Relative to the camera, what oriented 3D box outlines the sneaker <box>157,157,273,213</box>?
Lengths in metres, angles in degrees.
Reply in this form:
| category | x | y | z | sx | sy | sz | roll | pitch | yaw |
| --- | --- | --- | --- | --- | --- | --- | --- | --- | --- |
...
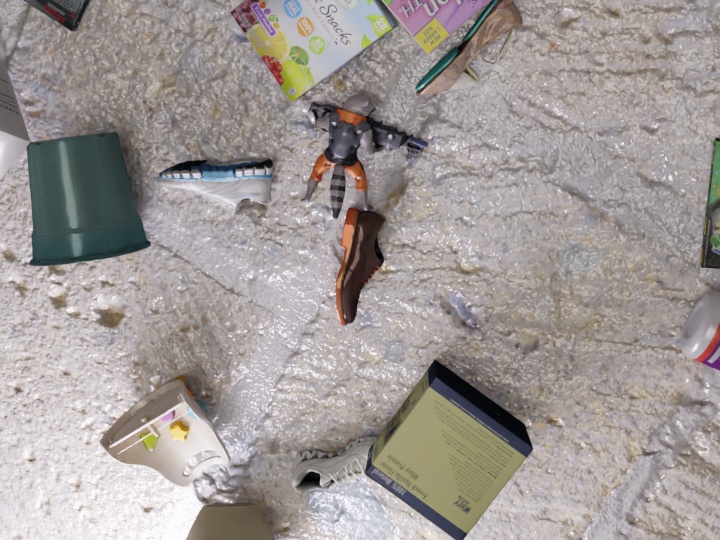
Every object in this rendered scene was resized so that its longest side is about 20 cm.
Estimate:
| category | x | y | z | sx | sy | sz | roll | pitch | yaw |
| --- | --- | --- | --- | --- | --- | --- | --- | --- | --- |
| sneaker | -0.239 | -0.135 | 1.674 | 0.198 | 0.075 | 0.087 | 1 | 114 | 12 |

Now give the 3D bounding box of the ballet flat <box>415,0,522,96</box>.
| category | x | y | z | sx | sy | sz | roll | pitch | yaw |
| --- | --- | --- | --- | --- | --- | --- | --- | --- | --- |
| ballet flat | 0.168 | -0.321 | 1.529 | 0.067 | 0.068 | 0.200 | 40 | 113 | -11 |

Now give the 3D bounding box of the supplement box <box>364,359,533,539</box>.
| category | x | y | z | sx | sy | sz | roll | pitch | yaw |
| --- | --- | --- | --- | --- | --- | --- | --- | --- | --- |
| supplement box | 0.144 | 0.297 | 1.683 | 0.199 | 0.134 | 0.200 | 35 | 98 | -1 |

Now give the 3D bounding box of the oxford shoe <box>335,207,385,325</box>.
| category | x | y | z | sx | sy | sz | roll | pitch | yaw |
| --- | --- | --- | --- | --- | --- | --- | --- | --- | --- |
| oxford shoe | 0.000 | 0.000 | 1.670 | 0.072 | 0.071 | 0.202 | 8 | 110 | 4 |

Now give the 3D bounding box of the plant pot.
| category | x | y | z | sx | sy | sz | roll | pitch | yaw |
| --- | --- | --- | --- | --- | --- | --- | --- | --- | --- |
| plant pot | -0.458 | -0.123 | 1.668 | 0.198 | 0.200 | 0.198 | -5 | 99 | 13 |

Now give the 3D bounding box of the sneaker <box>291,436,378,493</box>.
| category | x | y | z | sx | sy | sz | roll | pitch | yaw |
| --- | --- | --- | --- | --- | --- | --- | --- | --- | --- |
| sneaker | -0.031 | 0.351 | 1.789 | 0.198 | 0.081 | 0.076 | -17 | 102 | 15 |

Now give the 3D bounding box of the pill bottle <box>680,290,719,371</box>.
| category | x | y | z | sx | sy | sz | roll | pitch | yaw |
| --- | --- | --- | --- | --- | --- | --- | --- | --- | --- |
| pill bottle | 0.605 | 0.117 | 1.559 | 0.199 | 0.113 | 0.113 | 24 | 112 | 3 |

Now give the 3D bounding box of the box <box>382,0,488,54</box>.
| category | x | y | z | sx | sy | sz | roll | pitch | yaw |
| --- | --- | --- | --- | --- | --- | --- | --- | --- | --- |
| box | 0.104 | -0.454 | 1.479 | 0.176 | 0.097 | 0.200 | -39 | 98 | 20 |

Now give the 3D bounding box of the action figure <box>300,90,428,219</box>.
| category | x | y | z | sx | sy | sz | roll | pitch | yaw |
| --- | --- | --- | --- | --- | --- | --- | --- | --- | --- |
| action figure | 0.001 | -0.183 | 1.591 | 0.198 | 0.105 | 0.195 | 12 | 116 | 6 |

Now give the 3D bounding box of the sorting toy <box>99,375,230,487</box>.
| category | x | y | z | sx | sy | sz | roll | pitch | yaw |
| --- | --- | --- | --- | --- | --- | --- | --- | --- | --- |
| sorting toy | -0.330 | 0.305 | 1.831 | 0.199 | 0.107 | 0.181 | -31 | 107 | 19 |

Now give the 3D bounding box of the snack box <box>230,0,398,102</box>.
| category | x | y | z | sx | sy | sz | roll | pitch | yaw |
| --- | --- | --- | --- | --- | --- | --- | --- | --- | --- |
| snack box | -0.071 | -0.387 | 1.554 | 0.199 | 0.068 | 0.169 | -33 | 98 | 18 |

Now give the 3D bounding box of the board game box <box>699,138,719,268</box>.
| category | x | y | z | sx | sy | sz | roll | pitch | yaw |
| --- | --- | --- | --- | --- | --- | --- | --- | --- | --- |
| board game box | 0.581 | -0.099 | 1.539 | 0.104 | 0.023 | 0.202 | 5 | 110 | 12 |

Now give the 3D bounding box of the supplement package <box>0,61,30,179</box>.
| category | x | y | z | sx | sy | sz | roll | pitch | yaw |
| --- | --- | --- | --- | --- | --- | --- | --- | --- | --- |
| supplement package | -0.635 | -0.252 | 1.637 | 0.121 | 0.119 | 0.201 | -43 | 54 | 21 |

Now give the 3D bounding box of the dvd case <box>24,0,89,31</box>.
| category | x | y | z | sx | sy | sz | roll | pitch | yaw |
| --- | --- | --- | --- | --- | --- | --- | --- | --- | --- |
| dvd case | -0.480 | -0.509 | 1.623 | 0.145 | 0.022 | 0.201 | 32 | 111 | 0 |

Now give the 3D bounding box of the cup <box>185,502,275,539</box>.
| category | x | y | z | sx | sy | sz | roll | pitch | yaw |
| --- | --- | --- | --- | --- | --- | --- | --- | --- | --- |
| cup | -0.236 | 0.499 | 1.839 | 0.198 | 0.200 | 0.145 | -3 | 81 | 13 |
